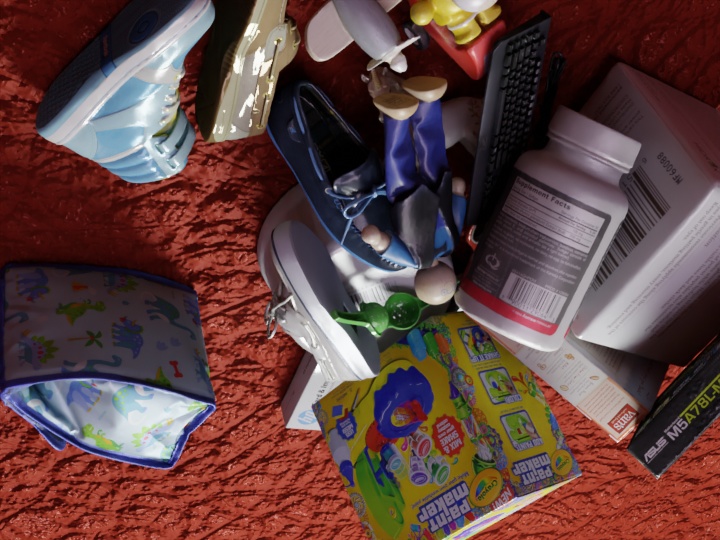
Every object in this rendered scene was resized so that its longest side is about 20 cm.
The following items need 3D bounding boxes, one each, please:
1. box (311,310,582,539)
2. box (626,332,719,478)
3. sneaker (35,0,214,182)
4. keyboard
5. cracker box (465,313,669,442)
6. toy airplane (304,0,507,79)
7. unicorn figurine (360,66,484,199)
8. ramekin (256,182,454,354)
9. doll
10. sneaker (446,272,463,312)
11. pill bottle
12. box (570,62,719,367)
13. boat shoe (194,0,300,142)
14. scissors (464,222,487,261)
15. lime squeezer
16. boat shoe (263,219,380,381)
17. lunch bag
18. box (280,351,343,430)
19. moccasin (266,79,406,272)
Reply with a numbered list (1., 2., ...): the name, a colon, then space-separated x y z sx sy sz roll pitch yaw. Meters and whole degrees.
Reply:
1. box: 0.084 0.173 1.174 0.121 0.194 0.200 -5 152 -48
2. box: 0.342 0.095 1.088 0.200 0.047 0.193 -51 170 16
3. sneaker: -0.169 -0.154 0.981 0.199 0.080 0.130 -32 132 27
4. keyboard: 0.146 -0.137 1.025 0.127 0.021 0.201 -37 147 -36
5. cracker box: 0.215 0.061 1.158 0.200 0.134 0.058 40 125 5
6. toy airplane: 0.062 -0.253 0.911 0.197 0.141 0.202 1 115 -32
7. unicorn figurine: 0.065 -0.126 1.069 0.199 0.073 0.139 -15 105 -40
8. ramekin: 0.000 0.000 1.160 0.198 0.098 0.202 -9 134 -9
9. doll: 0.051 -0.060 1.000 0.136 0.048 0.202 -35 127 -37
10. sneaker: 0.162 0.056 1.238 0.198 0.107 0.075 -11 146 -14
11. pill bottle: 0.172 -0.039 1.027 0.110 0.111 0.202 18 102 -30
12. box: 0.287 -0.052 1.120 0.170 0.201 0.200 16 126 -34
13. boat shoe: -0.088 -0.198 0.974 0.066 0.074 0.201 -2 136 -30
14. scissors: 0.122 -0.006 1.252 0.072 0.014 0.201 4 133 -30
15. lime squeezer: 0.033 0.040 1.085 0.199 0.038 0.070 -12 178 -40
16. boat shoe: -0.055 0.037 1.068 0.085 0.075 0.203 -15 137 16
17. lunch bag: -0.256 0.083 1.108 0.199 0.171 0.128 21 120 -33
18. box: 0.026 0.126 1.323 0.198 0.041 0.157 9 131 -23
19. moccasin: -0.015 -0.081 1.029 0.200 0.081 0.068 48 152 -9
